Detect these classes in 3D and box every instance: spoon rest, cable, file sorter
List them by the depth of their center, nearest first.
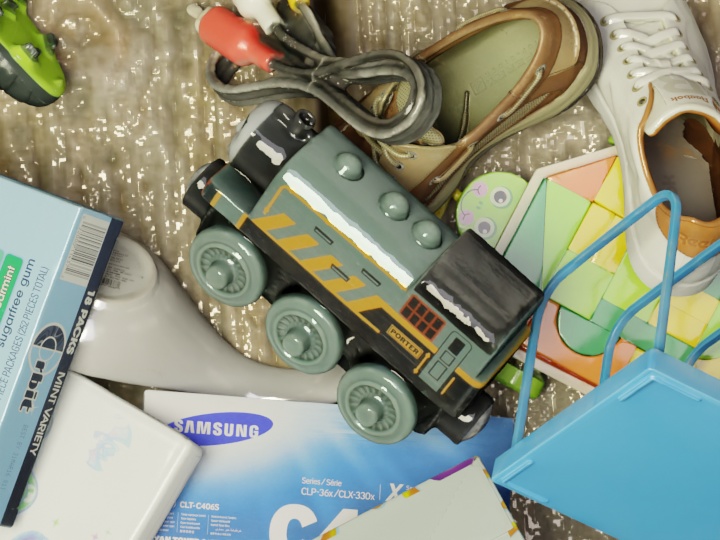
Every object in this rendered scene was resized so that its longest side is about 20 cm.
[{"bbox_3d":[0.192,0.068,1.298,0.200,0.139,0.123,25,53,-19],"label":"file sorter"},{"bbox_3d":[-0.034,-0.111,1.355,0.050,0.200,0.097,29,103,-38],"label":"cable"},{"bbox_3d":[-0.096,0.032,1.393,0.199,0.100,0.061,17,134,-2],"label":"spoon rest"}]

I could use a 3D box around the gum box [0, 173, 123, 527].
[{"bbox_3d":[-0.240,0.020,1.366,0.200,0.045,0.170,21,90,30],"label":"gum box"}]

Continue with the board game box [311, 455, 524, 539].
[{"bbox_3d":[0.064,0.214,1.324,0.105,0.103,0.200,-27,125,-1],"label":"board game box"}]

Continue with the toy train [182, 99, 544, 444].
[{"bbox_3d":[0.000,0.000,1.326,0.200,0.085,0.114,42,132,6],"label":"toy train"}]

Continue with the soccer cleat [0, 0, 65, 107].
[{"bbox_3d":[-0.246,-0.148,1.407,0.200,0.068,0.081,41,108,2],"label":"soccer cleat"}]

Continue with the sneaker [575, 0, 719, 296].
[{"bbox_3d":[0.164,-0.093,1.358,0.073,0.085,0.201,-6,66,-13],"label":"sneaker"}]

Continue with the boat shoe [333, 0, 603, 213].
[{"bbox_3d":[0.033,-0.081,1.367,0.200,0.074,0.076,-38,74,20],"label":"boat shoe"}]

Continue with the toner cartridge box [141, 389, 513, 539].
[{"bbox_3d":[-0.020,0.121,1.385,0.199,0.043,0.095,4,74,-5],"label":"toner cartridge box"}]

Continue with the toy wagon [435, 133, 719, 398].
[{"bbox_3d":[0.127,0.001,1.404,0.200,0.040,0.156,28,90,1],"label":"toy wagon"}]

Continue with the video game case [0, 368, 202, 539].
[{"bbox_3d":[-0.204,0.137,1.365,0.182,0.024,0.200,28,83,26],"label":"video game case"}]
